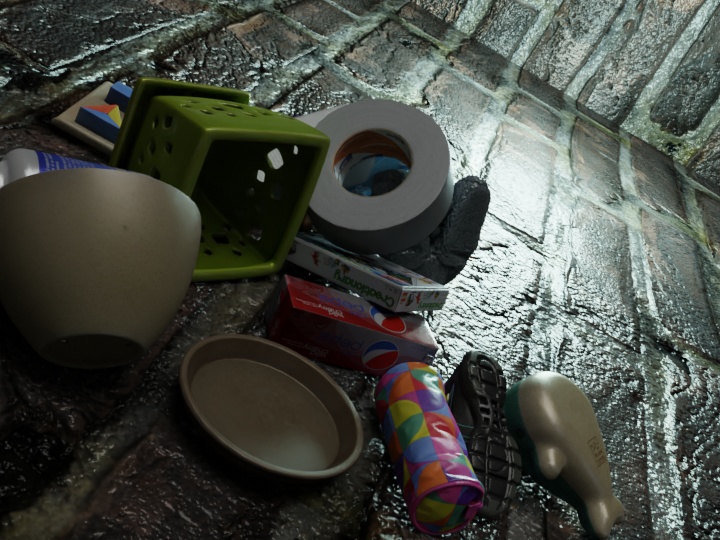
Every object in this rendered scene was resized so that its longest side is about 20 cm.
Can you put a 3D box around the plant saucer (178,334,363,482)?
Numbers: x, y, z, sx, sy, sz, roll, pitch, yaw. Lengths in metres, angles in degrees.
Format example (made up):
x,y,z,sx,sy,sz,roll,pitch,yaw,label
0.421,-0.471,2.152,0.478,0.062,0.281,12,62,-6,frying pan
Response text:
x,y,z,sx,sy,sz,roll,pitch,yaw,label
-0.091,0.140,0.965,0.200,0.029,0.200,24,27,-13,plant saucer

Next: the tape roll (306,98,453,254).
x,y,z,sx,sy,sz,roll,pitch,yaw,label
0.019,-0.122,1.244,0.200,0.200,0.066,44,-13,25,tape roll

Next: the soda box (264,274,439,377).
x,y,z,sx,sy,sz,roll,pitch,yaw,label
-0.011,0.073,1.146,0.200,0.063,0.070,18,28,-25,soda box

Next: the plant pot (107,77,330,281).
x,y,z,sx,sy,sz,roll,pitch,yaw,label
-0.188,-0.118,1.156,0.200,0.199,0.181,-4,36,-49,plant pot

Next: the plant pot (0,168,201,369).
x,y,z,sx,sy,sz,roll,pitch,yaw,label
-0.246,0.014,0.892,0.200,0.200,0.135,11,61,-35,plant pot

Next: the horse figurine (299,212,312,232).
x,y,z,sx,sy,sz,roll,pitch,yaw,label
-0.104,-0.132,1.427,0.132,0.050,0.200,26,28,5,horse figurine

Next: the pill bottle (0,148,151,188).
x,y,z,sx,sy,sz,roll,pitch,yaw,label
-0.319,-0.064,1.002,0.200,0.112,0.112,11,32,-33,pill bottle

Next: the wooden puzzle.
x,y,z,sx,sy,sz,roll,pitch,yaw,label
-0.303,-0.199,1.336,0.185,0.046,0.200,29,26,-4,wooden puzzle

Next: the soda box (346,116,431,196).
x,y,z,sx,sy,sz,roll,pitch,yaw,label
0.022,-0.166,1.444,0.068,0.200,0.064,9,64,-39,soda box

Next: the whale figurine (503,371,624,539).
x,y,z,sx,sy,sz,roll,pitch,yaw,label
0.232,0.221,1.133,0.159,0.104,0.200,-15,76,-57,whale figurine

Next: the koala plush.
x,y,z,sx,sy,sz,roll,pitch,yaw,label
0.063,-0.069,1.408,0.177,0.184,0.200,2,15,-26,koala plush

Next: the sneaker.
x,y,z,sx,sy,sz,roll,pitch,yaw,label
0.130,0.190,1.088,0.075,0.079,0.200,24,46,-25,sneaker

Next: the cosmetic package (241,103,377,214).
x,y,z,sx,sy,sz,roll,pitch,yaw,label
-0.088,-0.155,1.351,0.200,0.074,0.102,-18,65,-25,cosmetic package

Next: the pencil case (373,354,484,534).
x,y,z,sx,sy,sz,roll,pitch,yaw,label
0.072,0.182,1.022,0.088,0.088,0.200,19,30,-23,pencil case

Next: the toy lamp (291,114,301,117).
x,y,z,sx,sy,sz,roll,pitch,yaw,label
-0.179,-0.244,1.540,0.200,0.058,0.058,11,32,-41,toy lamp

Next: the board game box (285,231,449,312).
x,y,z,sx,sy,sz,roll,pitch,yaw,label
0.000,0.000,1.238,0.200,0.035,0.126,25,12,30,board game box
